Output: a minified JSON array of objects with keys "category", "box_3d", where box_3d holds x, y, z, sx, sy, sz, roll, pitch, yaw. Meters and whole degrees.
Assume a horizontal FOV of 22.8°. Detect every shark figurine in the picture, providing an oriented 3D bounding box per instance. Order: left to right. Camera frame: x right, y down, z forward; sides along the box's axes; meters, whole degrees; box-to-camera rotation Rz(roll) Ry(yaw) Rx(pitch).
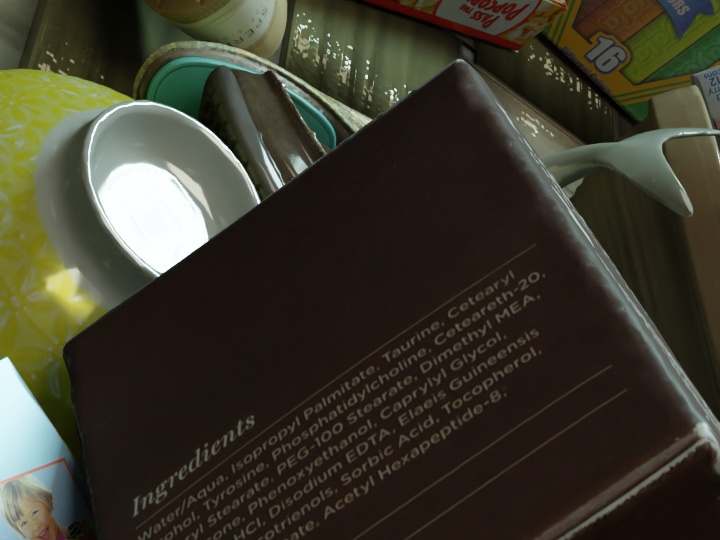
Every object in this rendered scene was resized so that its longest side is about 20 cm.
[{"category":"shark figurine","box_3d":[0.059,0.010,0.782,0.127,0.216,0.089,31,12,15]}]

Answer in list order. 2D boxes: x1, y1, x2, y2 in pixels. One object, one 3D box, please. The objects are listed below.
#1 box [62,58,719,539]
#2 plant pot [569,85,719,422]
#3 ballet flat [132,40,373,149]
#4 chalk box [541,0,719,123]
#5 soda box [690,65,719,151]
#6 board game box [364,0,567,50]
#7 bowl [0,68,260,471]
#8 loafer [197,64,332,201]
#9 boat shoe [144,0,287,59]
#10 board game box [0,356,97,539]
[{"category":"box","box_3d":[0.032,0.081,0.528,0.166,0.164,0.201,49,9,-35]},{"category":"plant pot","box_3d":[0.145,0.018,0.871,0.201,0.092,0.203,-14,90,-81]},{"category":"ballet flat","box_3d":[-0.019,-0.050,0.809,0.199,0.071,0.071,26,44,-24]},{"category":"chalk box","box_3d":[0.208,-0.203,1.055,0.124,0.200,0.124,39,39,-18]},{"category":"soda box","box_3d":[0.233,-0.048,0.993,0.200,0.069,0.064,54,19,-62]},{"category":"board game box","box_3d":[0.015,-0.215,0.984,0.199,0.046,0.153,11,54,-42]},{"category":"bowl","box_3d":[-0.096,0.000,0.647,0.199,0.107,0.202,27,45,-30]},{"category":"loafer","box_3d":[0.000,0.000,0.725,0.071,0.073,0.201,-27,79,-24]},{"category":"boat shoe","box_3d":[-0.083,-0.171,0.832,0.069,0.073,0.201,46,20,-50]},{"category":"board game box","box_3d":[-0.108,0.148,0.521,0.201,0.103,0.105,56,36,3]}]
